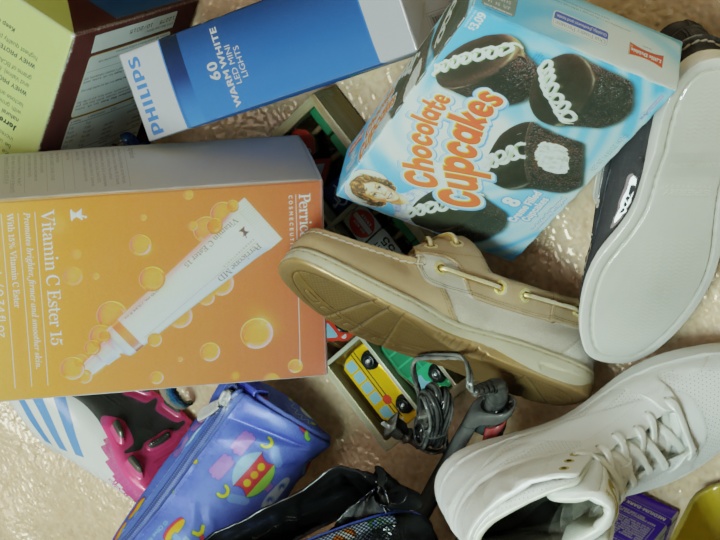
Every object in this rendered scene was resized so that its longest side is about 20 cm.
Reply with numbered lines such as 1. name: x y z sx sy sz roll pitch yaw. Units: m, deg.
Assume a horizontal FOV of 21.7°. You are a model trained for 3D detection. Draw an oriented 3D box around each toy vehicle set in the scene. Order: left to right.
1. toy vehicle set: 0.000 0.000 1.177 0.200 0.026 0.124 52 125 7

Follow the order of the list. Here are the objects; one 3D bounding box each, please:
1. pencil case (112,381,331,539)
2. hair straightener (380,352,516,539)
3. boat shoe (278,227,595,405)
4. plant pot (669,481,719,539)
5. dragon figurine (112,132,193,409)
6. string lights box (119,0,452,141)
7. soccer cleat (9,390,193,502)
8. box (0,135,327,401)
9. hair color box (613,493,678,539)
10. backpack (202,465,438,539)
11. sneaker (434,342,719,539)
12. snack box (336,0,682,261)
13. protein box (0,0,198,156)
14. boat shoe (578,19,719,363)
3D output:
1. pencil case: -0.106 0.156 1.210 0.200 0.087 0.078 -52 36 -4
2. hair straightener: 0.045 0.109 1.122 0.077 0.041 0.200 21 147 10
3. boat shoe: 0.049 0.014 1.083 0.200 0.069 0.074 24 160 -18
4. plant pot: 0.272 0.221 0.990 0.200 0.200 0.177 -19 106 35
5. dragon figurine: -0.125 0.009 1.224 0.099 0.059 0.200 -27 116 4
6. string lights box: -0.031 -0.136 1.104 0.200 0.103 0.059 -15 98 34
7. soccer cleat: -0.177 0.111 1.310 0.200 0.070 0.086 41 141 15
8. box: -0.125 -0.003 1.114 0.199 0.098 0.125 -5 110 -9
9. hair color box: 0.109 0.207 1.072 0.065 0.200 0.110 25 118 21
10. backpack: -0.031 0.233 1.121 0.190 0.200 0.154 -13 56 5
11. sneaker: 0.143 0.110 1.026 0.200 0.116 0.074 -25 104 1
12. snack box: 0.075 -0.080 1.021 0.116 0.037 0.200 20 148 -12
13. protein box: -0.244 -0.125 1.221 0.198 0.135 0.200 33 120 18
14. boat shoe: 0.161 -0.042 1.042 0.060 0.074 0.200 -112 27 -54
